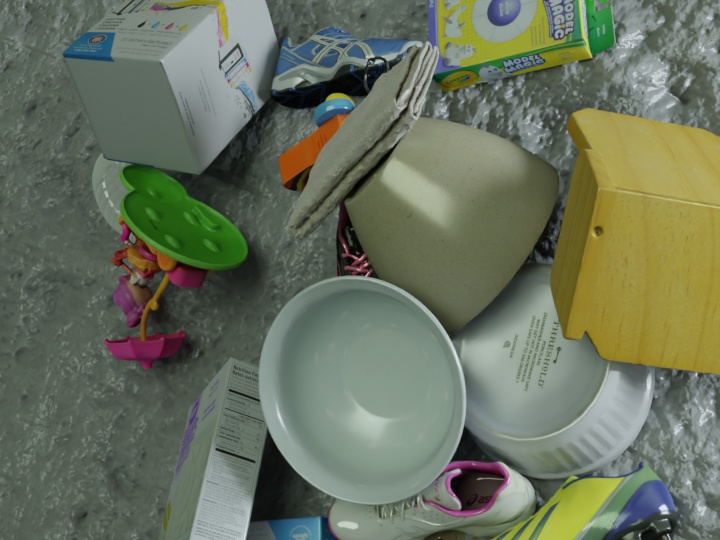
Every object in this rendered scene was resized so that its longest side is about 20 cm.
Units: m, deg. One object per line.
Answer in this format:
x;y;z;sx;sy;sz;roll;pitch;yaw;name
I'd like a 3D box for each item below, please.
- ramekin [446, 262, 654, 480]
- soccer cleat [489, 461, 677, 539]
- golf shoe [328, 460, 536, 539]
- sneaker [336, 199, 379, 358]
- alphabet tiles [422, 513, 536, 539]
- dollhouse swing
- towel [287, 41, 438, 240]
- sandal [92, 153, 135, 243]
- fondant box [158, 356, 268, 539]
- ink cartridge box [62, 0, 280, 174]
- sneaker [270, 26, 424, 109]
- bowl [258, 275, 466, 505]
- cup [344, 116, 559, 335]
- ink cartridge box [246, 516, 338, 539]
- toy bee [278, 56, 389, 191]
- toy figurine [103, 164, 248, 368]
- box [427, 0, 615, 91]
0.166;0.087;0.960;0.199;0.094;0.207;-9;69;24;ramekin
0.178;0.227;0.910;0.196;0.065;0.085;-18;48;1;soccer cleat
0.059;0.207;0.946;0.196;0.092;0.077;-12;59;11;golf shoe
0.000;0.000;1.047;0.077;0.096;0.203;-10;52;12;sneaker
0.110;0.294;0.927;0.163;0.006;0.203;-13;51;9;alphabet tiles
0.265;-0.031;0.927;0.196;0.176;0.186;7;106;-10;dollhouse swing
0.000;-0.125;0.988;0.200;0.034;0.134;-45;15;37;towel
-0.252;-0.065;1.253;0.202;0.050;0.083;44;106;17;sandal
-0.147;0.209;1.027;0.144;0.057;0.203;-47;27;52;fondant box
-0.205;-0.234;1.181;0.145;0.147;0.201;10;45;27;ink cartridge box
-0.017;-0.242;1.171;0.196;0.075;0.079;-5;76;24;sneaker
0.013;0.101;0.943;0.197;0.090;0.206;3;99;22;bowl
0.068;-0.060;0.973;0.142;0.200;0.202;35;91;-13;cup
-0.071;0.350;1.010;0.114;0.067;0.204;-10;69;24;ink cartridge box
0.004;-0.139;1.127;0.198;0.107;0.134;-9;76;51;toy bee
-0.241;0.011;1.168;0.200;0.148;0.186;46;118;36;toy figurine
0.170;-0.271;1.105;0.196;0.048;0.120;-9;70;23;box
